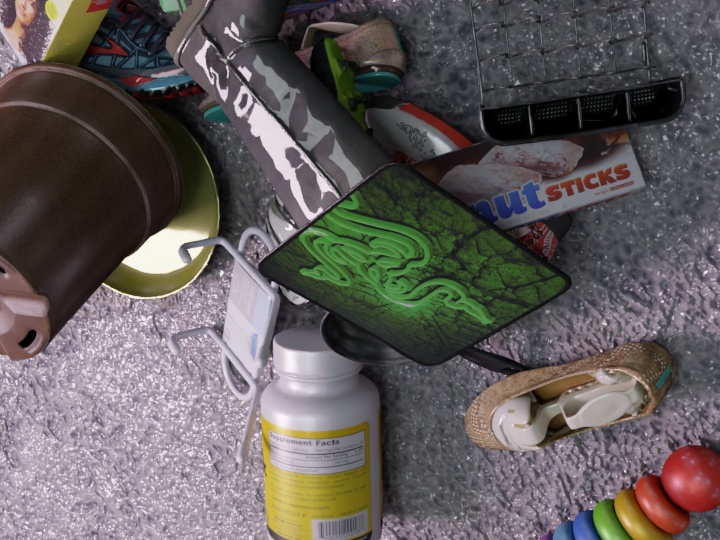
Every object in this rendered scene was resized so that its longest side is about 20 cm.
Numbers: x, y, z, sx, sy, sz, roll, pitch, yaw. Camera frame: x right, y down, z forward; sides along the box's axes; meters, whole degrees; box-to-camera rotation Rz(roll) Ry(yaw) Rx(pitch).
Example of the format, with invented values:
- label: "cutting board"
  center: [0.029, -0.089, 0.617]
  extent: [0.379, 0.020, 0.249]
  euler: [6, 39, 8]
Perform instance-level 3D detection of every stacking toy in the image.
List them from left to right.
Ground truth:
- label: "stacking toy"
  center: [0.229, 0.220, 0.857]
  extent: [0.085, 0.085, 0.200]
  euler: [48, 111, 6]

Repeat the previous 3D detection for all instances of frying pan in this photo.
- label: "frying pan"
  center: [0.061, 0.047, 0.850]
  extent: [0.190, 0.031, 0.115]
  euler: [2, 144, -4]

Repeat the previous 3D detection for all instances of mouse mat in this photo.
- label: "mouse mat"
  center: [0.043, 0.004, 0.775]
  extent: [0.200, 0.008, 0.161]
  euler: [32, 131, -30]

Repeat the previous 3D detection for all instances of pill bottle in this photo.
- label: "pill bottle"
  center: [-0.035, 0.157, 0.935]
  extent: [0.111, 0.111, 0.200]
  euler: [5, 105, 23]

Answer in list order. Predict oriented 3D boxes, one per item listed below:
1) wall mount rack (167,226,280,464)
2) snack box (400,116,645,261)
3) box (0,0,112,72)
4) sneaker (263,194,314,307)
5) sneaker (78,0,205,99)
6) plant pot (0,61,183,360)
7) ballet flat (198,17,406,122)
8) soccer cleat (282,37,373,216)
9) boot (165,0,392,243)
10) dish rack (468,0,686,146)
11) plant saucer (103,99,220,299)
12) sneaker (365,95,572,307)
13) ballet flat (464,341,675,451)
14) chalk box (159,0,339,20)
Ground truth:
- label: "wall mount rack"
  center: [-0.114, 0.067, 0.928]
  extent: [0.174, 0.074, 0.200]
  euler: [46, 136, 37]
- label: "snack box"
  center: [0.116, -0.068, 0.791]
  extent: [0.200, 0.024, 0.072]
  euler: [-17, 83, -3]
- label: "box"
  center: [-0.245, -0.250, 0.854]
  extent: [0.075, 0.050, 0.200]
  euler: [56, 135, 9]
- label: "sneaker"
  center: [0.000, 0.000, 0.912]
  extent: [0.200, 0.076, 0.115]
  euler: [33, 132, 10]
- label: "sneaker"
  center: [-0.216, -0.208, 0.938]
  extent: [0.200, 0.079, 0.096]
  euler: [7, 105, 23]
- label: "plant pot"
  center: [-0.285, -0.043, 0.874]
  extent: [0.200, 0.198, 0.200]
  euler: [12, 134, 12]
- label: "ballet flat"
  center: [-0.053, -0.179, 0.887]
  extent: [0.200, 0.068, 0.067]
  euler: [-8, 81, 21]
- label: "soccer cleat"
  center: [-0.028, -0.085, 0.819]
  extent: [0.081, 0.068, 0.200]
  euler: [-8, 96, 15]
- label: "boot"
  center: [-0.042, -0.139, 0.740]
  extent: [0.200, 0.073, 0.182]
  euler: [54, 134, 12]
- label: "dish rack"
  center: [0.151, -0.201, 0.753]
  extent: [0.153, 0.055, 0.200]
  euler: [-8, 98, -1]
- label: "plant saucer"
  center: [-0.218, -0.071, 1.002]
  extent: [0.200, 0.031, 0.200]
  euler: [6, 106, 23]
- label: "sneaker"
  center: [0.064, -0.054, 0.835]
  extent: [0.201, 0.067, 0.108]
  euler: [35, 82, 9]
- label: "ballet flat"
  center: [0.167, 0.115, 0.855]
  extent: [0.200, 0.065, 0.071]
  euler: [-29, 101, 30]
- label: "chalk box"
  center: [-0.085, -0.272, 0.836]
  extent: [0.200, 0.124, 0.125]
  euler: [-10, 100, 28]
